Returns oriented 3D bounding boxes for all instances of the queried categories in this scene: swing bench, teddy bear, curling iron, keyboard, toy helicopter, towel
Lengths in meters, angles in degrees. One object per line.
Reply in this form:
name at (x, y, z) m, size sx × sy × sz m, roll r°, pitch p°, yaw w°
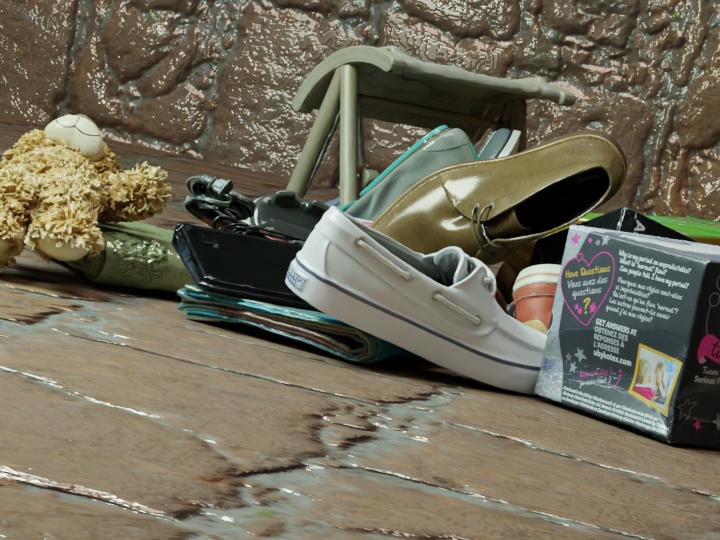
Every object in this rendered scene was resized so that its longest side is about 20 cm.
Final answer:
swing bench at (0.046, -0.077, 2.066) m, size 0.199 × 0.200 × 0.130 m, roll 9°, pitch 5°, yaw -38°
teddy bear at (-0.203, -0.054, 1.662) m, size 0.145 × 0.067 × 0.200 m, roll 1°, pitch 20°, yaw 24°
curling iron at (-0.038, -0.005, 1.757) m, size 0.200 × 0.026 × 0.050 m, roll 33°, pitch -20°, yaw -5°
keyboard at (-0.028, 0.013, 1.645) m, size 0.200 × 0.040 × 0.104 m, roll 12°, pitch 26°, yaw -25°
toy helicopter at (0.122, -0.009, 1.949) m, size 0.079 × 0.132 × 0.200 m, roll 56°, pitch 11°, yaw 18°
towel at (-0.009, 0.037, 1.643) m, size 0.147 × 0.022 × 0.200 m, roll 14°, pitch 4°, yaw 27°
towel at (-0.147, -0.010, 1.766) m, size 0.148 × 0.037 × 0.200 m, roll 11°, pitch 4°, yaw -24°

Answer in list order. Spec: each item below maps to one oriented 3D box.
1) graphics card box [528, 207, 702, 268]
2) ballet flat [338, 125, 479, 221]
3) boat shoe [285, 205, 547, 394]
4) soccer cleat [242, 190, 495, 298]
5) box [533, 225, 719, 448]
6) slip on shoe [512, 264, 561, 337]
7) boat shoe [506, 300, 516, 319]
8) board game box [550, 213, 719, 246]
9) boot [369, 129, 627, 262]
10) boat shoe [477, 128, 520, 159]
graphics card box at (0.224, 0.026, 1.721) m, size 0.200 × 0.051 × 0.125 m, roll 26°, pitch -19°, yaw -20°
ballet flat at (0.010, -0.033, 1.874) m, size 0.200 × 0.064 × 0.067 m, roll -34°, pitch -4°, yaw 28°
boat shoe at (0.053, 0.019, 1.551) m, size 0.200 × 0.065 × 0.074 m, roll 21°, pitch 14°, yaw -30°
soccer cleat at (0.000, 0.000, 1.840) m, size 0.200 × 0.070 × 0.086 m, roll 22°, pitch -30°, yaw -12°
box at (0.229, 0.044, 1.563) m, size 0.200 × 0.115 × 0.132 m, roll 9°, pitch 5°, yaw -38°
slip on shoe at (0.184, 0.059, 1.666) m, size 0.200 × 0.061 × 0.074 m, roll 23°, pitch -28°, yaw -24°
boat shoe at (0.136, 0.028, 1.823) m, size 0.067 × 0.057 × 0.200 m, roll 4°, pitch 8°, yaw 7°
board game box at (0.233, -0.023, 1.838) m, size 0.095 × 0.030 × 0.200 m, roll 14°, pitch 11°, yaw 39°
boot at (0.085, -0.037, 1.729) m, size 0.200 × 0.074 × 0.075 m, roll -24°, pitch 12°, yaw 15°
boat shoe at (0.066, -0.048, 1.959) m, size 0.062 × 0.200 × 0.073 m, roll 23°, pitch -37°, yaw 13°
